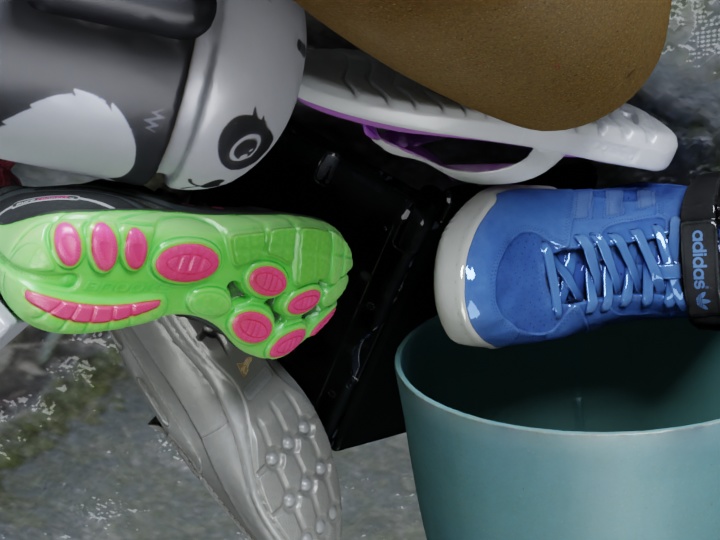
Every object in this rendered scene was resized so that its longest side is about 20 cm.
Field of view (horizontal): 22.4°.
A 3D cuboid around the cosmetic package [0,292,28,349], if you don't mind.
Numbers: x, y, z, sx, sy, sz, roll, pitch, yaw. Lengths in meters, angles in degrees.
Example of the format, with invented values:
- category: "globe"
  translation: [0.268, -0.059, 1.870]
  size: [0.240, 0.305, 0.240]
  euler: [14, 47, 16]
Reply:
- category: "cosmetic package"
  translation: [-0.236, -0.029, 0.785]
  size: [0.071, 0.101, 0.200]
  euler: [-42, 94, -1]

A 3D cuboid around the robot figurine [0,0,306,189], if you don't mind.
- category: "robot figurine"
  translation: [-0.122, -0.101, 0.778]
  size: [0.199, 0.150, 0.125]
  euler: [11, 120, -15]

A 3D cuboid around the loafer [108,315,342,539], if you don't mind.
- category: "loafer"
  translation: [-0.073, 0.070, 0.939]
  size: [0.070, 0.070, 0.201]
  euler: [-14, 107, 41]

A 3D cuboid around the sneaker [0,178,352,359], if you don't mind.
- category: "sneaker"
  translation: [-0.083, -0.011, 0.833]
  size: [0.199, 0.084, 0.077]
  euler: [11, 113, -43]

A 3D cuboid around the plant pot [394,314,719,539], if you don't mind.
- category: "plant pot"
  translation: [0.120, 0.113, 0.892]
  size: [0.199, 0.201, 0.162]
  euler: [-4, 109, -2]

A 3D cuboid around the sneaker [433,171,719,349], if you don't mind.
- category: "sneaker"
  translation: [0.127, -0.006, 0.855]
  size: [0.111, 0.077, 0.200]
  euler: [1, -174, 38]

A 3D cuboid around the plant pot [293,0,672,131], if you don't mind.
- category: "plant pot"
  translation: [0.052, -0.145, 0.737]
  size: [0.186, 0.187, 0.200]
  euler: [-21, 147, 15]

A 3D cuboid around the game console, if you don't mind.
- category: "game console"
  translation: [0.000, 0.000, 0.968]
  size: [0.175, 0.116, 0.200]
  euler: [30, 131, 8]

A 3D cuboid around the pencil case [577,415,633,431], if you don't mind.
- category: "pencil case"
  translation: [0.135, 0.137, 1.070]
  size: [0.092, 0.085, 0.201]
  euler: [13, 133, -2]

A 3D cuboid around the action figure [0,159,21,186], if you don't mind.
- category: "action figure"
  translation: [-0.233, 0.001, 0.914]
  size: [0.149, 0.134, 0.200]
  euler: [44, 111, 11]

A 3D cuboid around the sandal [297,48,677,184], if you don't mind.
- category: "sandal"
  translation: [0.056, -0.062, 0.860]
  size: [0.202, 0.083, 0.050]
  euler: [8, 109, -16]
